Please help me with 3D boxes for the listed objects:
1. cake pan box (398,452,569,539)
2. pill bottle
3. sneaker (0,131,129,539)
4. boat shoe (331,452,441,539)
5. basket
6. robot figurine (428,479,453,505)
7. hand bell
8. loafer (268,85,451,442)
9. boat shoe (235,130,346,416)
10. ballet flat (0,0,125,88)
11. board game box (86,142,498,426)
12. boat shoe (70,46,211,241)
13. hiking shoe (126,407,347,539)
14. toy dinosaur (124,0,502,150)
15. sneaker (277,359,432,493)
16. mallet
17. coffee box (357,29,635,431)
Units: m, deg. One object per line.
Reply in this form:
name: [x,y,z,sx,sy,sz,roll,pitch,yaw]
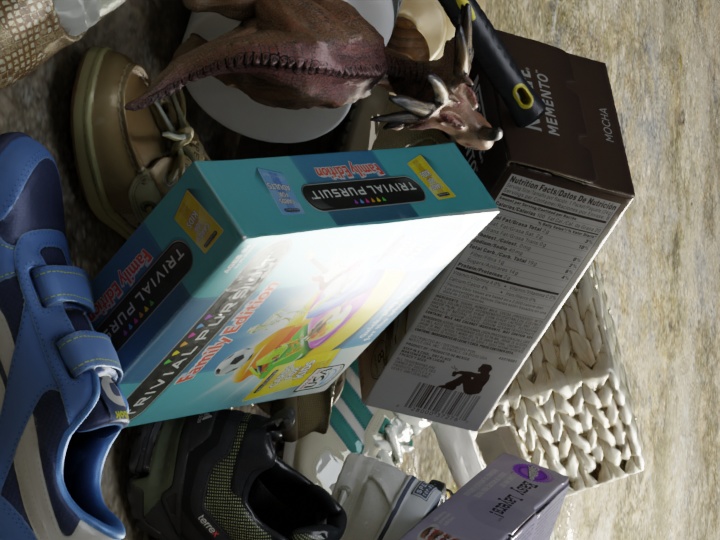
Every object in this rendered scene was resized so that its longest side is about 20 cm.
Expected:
cake pan box: [0.048,0.214,1.557,0.200,0.052,0.185,-31,143,-65]
pill bottle: [-0.028,-0.173,1.490,0.200,0.114,0.114,-72,154,-42]
sneaker: [-0.140,0.038,1.214,0.074,0.082,0.201,11,78,-69]
boat shoe: [-0.036,0.193,1.533,0.202,0.086,0.075,-64,170,12]
basket: [0.103,0.042,1.770,0.136,0.123,0.200,67,10,-49]
robot figurine: [0.024,0.214,1.683,0.200,0.058,0.145,-33,141,-65]
hand bell: [0.024,-0.133,1.567,0.200,0.104,0.104,-88,173,-74]
loafer: [0.000,0.000,1.472,0.076,0.067,0.201,-166,-88,-84]
boat shoe: [-0.040,-0.017,1.539,0.068,0.072,0.201,-164,-104,-84]
ballet flat: [-0.127,-0.160,1.276,0.200,0.065,0.071,-71,154,-43]
board game box: [-0.046,0.008,1.309,0.200,0.151,0.047,-8,58,-52]
boat shoe: [-0.092,-0.040,1.381,0.200,0.062,0.073,64,32,-50]
hiking shoe: [-0.055,0.154,1.427,0.076,0.100,0.200,-68,151,-46]
toy dinosaur: [-0.016,-0.104,1.321,0.200,0.135,0.086,-16,132,-51]
sneaker: [0.010,0.087,1.626,0.070,0.093,0.200,56,38,-59]
mallet: [0.045,-0.165,1.405,0.066,0.041,0.200,-46,112,-10]
coffee box: [0.069,-0.021,1.529,0.113,0.080,0.200,-97,-152,-46]
